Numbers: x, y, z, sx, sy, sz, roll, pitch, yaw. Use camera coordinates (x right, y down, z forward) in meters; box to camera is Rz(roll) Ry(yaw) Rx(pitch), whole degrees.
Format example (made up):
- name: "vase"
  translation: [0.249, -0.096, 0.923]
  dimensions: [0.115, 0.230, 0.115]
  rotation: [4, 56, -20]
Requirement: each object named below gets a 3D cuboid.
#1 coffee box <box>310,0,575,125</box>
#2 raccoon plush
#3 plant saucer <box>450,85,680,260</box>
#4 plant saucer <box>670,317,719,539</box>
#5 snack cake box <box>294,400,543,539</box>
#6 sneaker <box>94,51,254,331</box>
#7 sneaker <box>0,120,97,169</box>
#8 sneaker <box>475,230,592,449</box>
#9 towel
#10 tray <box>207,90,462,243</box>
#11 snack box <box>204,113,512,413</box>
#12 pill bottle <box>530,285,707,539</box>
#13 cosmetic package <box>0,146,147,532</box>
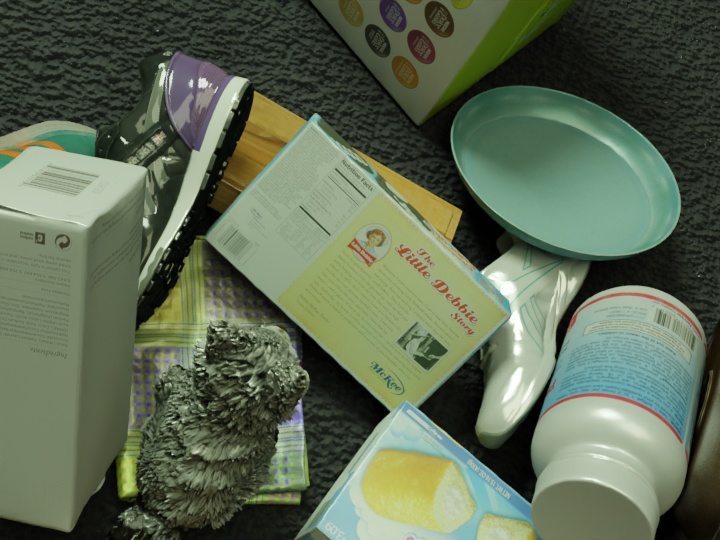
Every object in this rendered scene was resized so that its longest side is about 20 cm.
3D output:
- name: "coffee box"
  translation: [0.085, -0.281, 0.917]
  dimensions: [0.199, 0.200, 0.198]
  rotation: [-38, 85, -28]
- name: "raccoon plush"
  translation: [-0.093, 0.125, 0.709]
  dimensions: [0.096, 0.134, 0.202]
  rotation: [18, 65, -12]
- name: "plant saucer"
  translation: [0.165, -0.077, 0.929]
  dimensions: [0.197, 0.028, 0.202]
  rotation: [10, 45, -10]
- name: "plant saucer"
  translation: [0.264, 0.105, 0.836]
  dimensions: [0.032, 0.201, 0.202]
  rotation: [17, 63, 13]
- name: "snack cake box"
  translation: [0.067, 0.204, 0.793]
  dimensions: [0.199, 0.067, 0.115]
  rotation: [40, 62, 0]
- name: "sneaker"
  translation: [-0.152, -0.055, 0.786]
  dimensions: [0.087, 0.076, 0.202]
  rotation: [23, 81, 2]
- name: "sneaker"
  translation: [-0.228, -0.050, 0.757]
  dimensions: [0.080, 0.072, 0.199]
  rotation: [42, 31, 26]
- name: "sneaker"
  translation: [0.115, 0.046, 0.877]
  dimensions: [0.080, 0.071, 0.202]
  rotation: [26, 56, -1]
- name: "towel"
  translation: [-0.108, 0.066, 0.815]
  dimensions: [0.142, 0.023, 0.203]
  rotation: [4, 68, -18]
- name: "tray"
  translation: [-0.024, -0.054, 0.870]
  dimensions: [0.198, 0.037, 0.099]
  rotation: [29, 49, -5]
- name: "snack box"
  translation: [0.000, 0.000, 0.813]
  dimensions: [0.200, 0.037, 0.116]
  rotation: [44, 104, -10]
- name: "pill bottle"
  translation: [0.184, 0.109, 0.813]
  dimensions: [0.108, 0.109, 0.201]
  rotation: [34, 41, -3]
- name: "cosmetic package"
  translation: [-0.187, 0.040, 0.684]
  dimensions: [0.080, 0.202, 0.113]
  rotation: [12, 21, 3]
